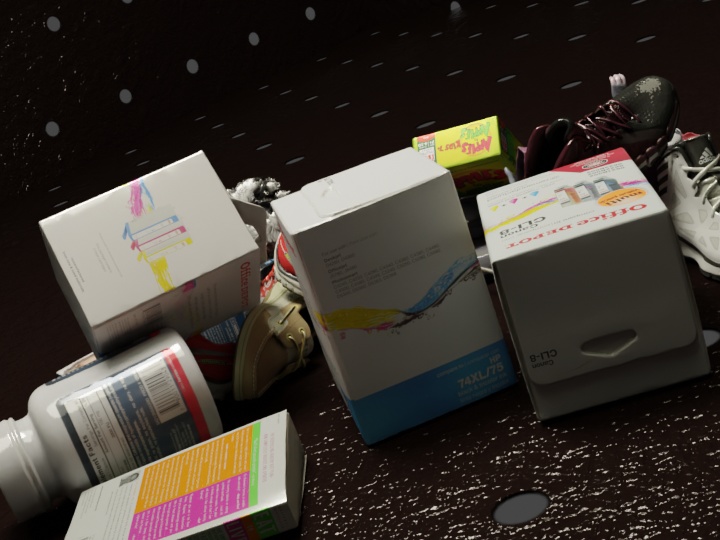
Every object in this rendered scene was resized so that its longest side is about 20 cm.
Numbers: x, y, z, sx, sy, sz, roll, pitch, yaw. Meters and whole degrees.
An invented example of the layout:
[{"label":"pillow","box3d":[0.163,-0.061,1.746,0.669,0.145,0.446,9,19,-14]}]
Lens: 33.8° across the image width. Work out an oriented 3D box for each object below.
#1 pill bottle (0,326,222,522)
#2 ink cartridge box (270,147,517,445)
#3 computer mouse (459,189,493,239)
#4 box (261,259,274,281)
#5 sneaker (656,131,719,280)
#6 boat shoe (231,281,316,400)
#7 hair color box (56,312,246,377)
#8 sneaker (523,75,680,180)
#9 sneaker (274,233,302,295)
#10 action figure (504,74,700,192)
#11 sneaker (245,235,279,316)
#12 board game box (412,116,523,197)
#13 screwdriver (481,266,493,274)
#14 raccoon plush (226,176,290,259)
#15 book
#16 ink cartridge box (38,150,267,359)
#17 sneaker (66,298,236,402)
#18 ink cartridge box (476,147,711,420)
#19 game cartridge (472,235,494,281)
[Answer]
[{"label":"pill bottle","box3d":[-0.239,0.145,1.095,0.199,0.120,0.119,-25,17,-15]},{"label":"ink cartridge box","box3d":[0.026,0.016,1.049,0.145,0.201,0.147,-21,17,-5]},{"label":"computer mouse","box3d":[0.082,-0.046,1.353,0.198,0.046,0.140,-11,-6,0]},{"label":"box","box3d":[-0.068,-0.035,1.588,0.199,0.044,0.160,-26,18,-17]},{"label":"sneaker","box3d":[0.328,-0.063,1.096,0.075,0.116,0.200,-23,17,-11]},{"label":"boat shoe","box3d":[-0.080,0.070,1.231,0.066,0.075,0.200,9,31,11]},{"label":"hair color box","box3d":[-0.228,0.098,1.331,0.199,0.061,0.100,-31,19,-29]},{"label":"sneaker","box3d":[0.223,-0.126,1.109,0.075,0.116,0.200,33,79,36]},{"label":"sneaker","box3d":[0.000,0.000,1.223,0.199,0.086,0.077,18,27,16]},{"label":"action figure","box3d":[0.254,-0.098,1.200,0.199,0.135,0.149,-20,40,3]},{"label":"sneaker","box3d":[-0.080,0.002,1.374,0.200,0.109,0.067,-3,23,45]},{"label":"board game box","box3d":[0.146,-0.106,1.360,0.101,0.048,0.200,-12,-21,24]},{"label":"screwdriver","box3d":[0.157,0.011,1.200,0.028,0.029,0.199,-26,20,-30]},{"label":"raccoon plush","box3d":[-0.139,-0.029,1.439,0.199,0.097,0.134,-33,-22,-7]},{"label":"book","box3d":[-0.146,0.195,0.967,0.199,0.048,0.134,-20,19,6]},{"label":"ink cartridge box","box3d":[-0.190,-0.011,1.161,0.199,0.126,0.129,-26,-21,-17]},{"label":"sneaker","box3d":[-0.210,0.062,1.233,0.085,0.199,0.077,-60,-6,-14]},{"label":"ink cartridge box","box3d":[0.189,0.006,0.993,0.144,0.146,0.200,-17,18,7]},{"label":"game cartridge","box3d":[0.164,-0.030,1.328,0.198,0.039,0.130,-18,21,8]}]
